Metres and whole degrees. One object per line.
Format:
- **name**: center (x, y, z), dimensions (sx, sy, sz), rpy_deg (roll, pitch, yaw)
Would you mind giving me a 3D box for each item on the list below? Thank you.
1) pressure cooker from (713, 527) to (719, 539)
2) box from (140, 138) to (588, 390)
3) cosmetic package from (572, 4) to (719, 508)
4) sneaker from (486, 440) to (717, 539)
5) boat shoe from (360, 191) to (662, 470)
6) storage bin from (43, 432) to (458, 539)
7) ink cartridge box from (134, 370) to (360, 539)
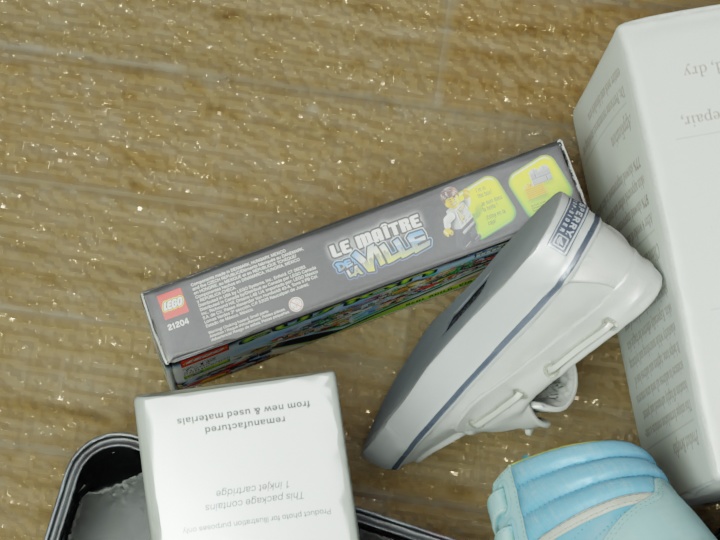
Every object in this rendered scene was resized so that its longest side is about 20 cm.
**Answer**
- **pressure cooker**: center (0.211, 0.196, 1.183), dimensions (0.199, 0.179, 0.176), rpy_deg (20, 65, 44)
- **box**: center (0.000, 0.000, 1.255), dimensions (0.199, 0.110, 0.035), rpy_deg (-20, 82, -4)
- **cosmetic package**: center (0.200, -0.009, 1.233), dimensions (0.165, 0.167, 0.202), rpy_deg (-10, 82, -5)
- **sneaker**: center (0.074, 0.157, 1.167), dimensions (0.200, 0.079, 0.131), rpy_deg (-47, 43, 18)
- **boat shoe**: center (0.063, 0.043, 1.216), dimensions (0.065, 0.200, 0.074), rpy_deg (33, 55, -6)
- **storage bin**: center (-0.049, 0.165, 1.236), dimensions (0.199, 0.094, 0.136), rpy_deg (18, 80, 0)
- **ink cartridge box**: center (-0.036, 0.151, 1.119), dimensions (0.082, 0.147, 0.202), rpy_deg (-7, 82, -2)
